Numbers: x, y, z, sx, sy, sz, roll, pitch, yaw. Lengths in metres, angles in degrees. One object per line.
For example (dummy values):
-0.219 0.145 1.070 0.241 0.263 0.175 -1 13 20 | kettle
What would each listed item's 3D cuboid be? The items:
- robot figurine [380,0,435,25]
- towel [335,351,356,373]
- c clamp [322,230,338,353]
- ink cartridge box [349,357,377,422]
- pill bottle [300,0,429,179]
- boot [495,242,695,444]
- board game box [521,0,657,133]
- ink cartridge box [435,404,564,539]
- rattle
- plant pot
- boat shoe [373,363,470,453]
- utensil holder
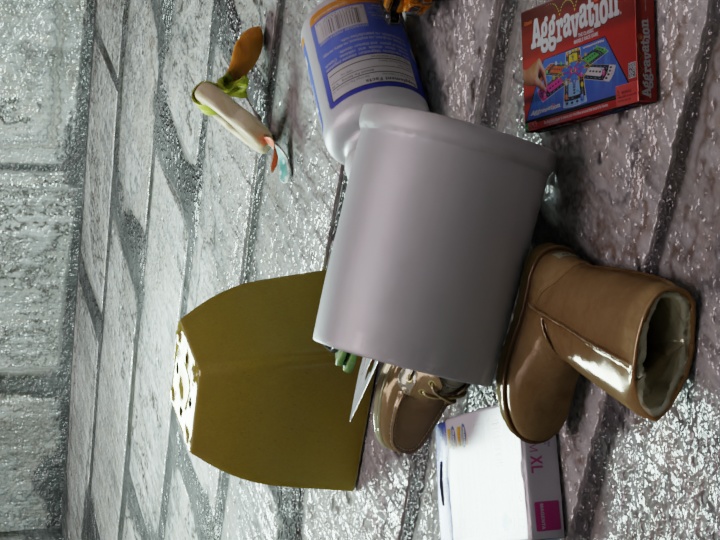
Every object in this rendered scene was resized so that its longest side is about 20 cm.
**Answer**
0.049 -0.344 1.592 0.145 0.058 0.202 136 130 -65 | robot figurine
0.000 0.000 1.682 0.200 0.030 0.151 -87 12 -69 | towel
-0.012 -0.002 1.619 0.200 0.027 0.173 165 115 -80 | c clamp
0.043 0.028 1.554 0.163 0.056 0.202 112 167 -50 | ink cartridge box
0.010 -0.173 1.636 0.112 0.111 0.202 116 147 -53 | pill bottle
0.176 0.076 1.246 0.200 0.065 0.177 -147 57 -66 | boot
0.178 -0.172 1.289 0.200 0.019 0.104 173 96 -71 | board game box
0.120 0.185 1.452 0.200 0.042 0.121 152 116 -66 | ink cartridge box
-0.121 -0.218 2.140 0.200 0.143 0.131 32 156 50 | rattle
-0.113 0.131 1.883 0.196 0.198 0.196 -122 36 -54 | plant pot
0.071 0.087 1.499 0.066 0.073 0.202 40 117 49 | boat shoe
0.059 -0.020 1.349 0.170 0.168 0.202 -168 92 -70 | utensil holder
